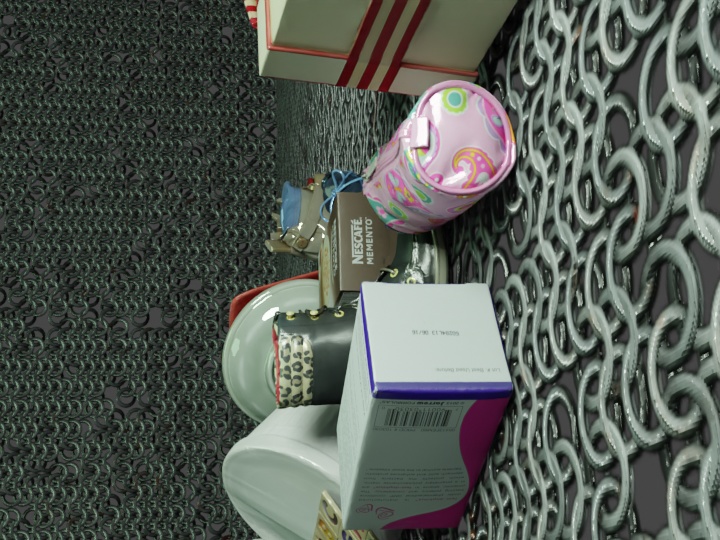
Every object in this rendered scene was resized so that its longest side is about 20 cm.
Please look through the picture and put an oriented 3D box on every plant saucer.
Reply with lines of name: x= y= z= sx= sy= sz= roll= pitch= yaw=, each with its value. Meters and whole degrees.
plant saucer: x=-0.072 y=0.113 z=1.198 sx=0.050 sy=0.198 sz=0.203 roll=-140 pitch=50 yaw=-63

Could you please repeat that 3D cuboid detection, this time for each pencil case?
pencil case: x=0.053 y=-0.080 z=0.742 sx=0.200 sy=0.086 sz=0.089 roll=156 pitch=115 yaw=-79

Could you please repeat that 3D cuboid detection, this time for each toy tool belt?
toy tool belt: x=-0.107 y=-0.100 z=1.657 sx=0.201 sy=0.121 sz=0.126 roll=-98 pitch=13 yaw=-46

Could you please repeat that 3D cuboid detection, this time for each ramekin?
ramekin: x=-0.037 y=0.220 z=0.983 sx=0.094 sy=0.201 sz=0.204 roll=-51 pitch=-20 yaw=-40

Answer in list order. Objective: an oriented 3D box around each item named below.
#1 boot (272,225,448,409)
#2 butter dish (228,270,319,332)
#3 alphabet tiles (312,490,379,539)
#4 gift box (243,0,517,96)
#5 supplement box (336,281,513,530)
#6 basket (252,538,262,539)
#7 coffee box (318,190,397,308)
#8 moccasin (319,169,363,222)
boot: x=-0.001 y=0.029 z=0.855 sx=0.073 sy=0.152 sz=0.206 roll=155 pitch=115 yaw=-80
butter dish: x=-0.068 y=0.115 z=1.310 sx=0.148 sy=0.198 sz=0.202 roll=51 pitch=147 yaw=39
alphabet tiles: x=0.016 y=0.304 z=0.877 sx=0.200 sy=0.006 sz=0.167 roll=49 pitch=148 yaw=29
gift box: x=0.021 y=-0.246 z=0.691 sx=0.187 sy=0.182 sz=0.202 roll=122 pitch=153 yaw=-57
supplement box: x=0.041 y=0.111 z=0.747 sx=0.201 sy=0.100 sz=0.104 roll=100 pitch=167 yaw=-46
basket: x=-0.070 y=0.484 z=1.252 sx=0.199 sy=0.159 sz=0.202 roll=-99 pitch=13 yaw=-48
coffee box: x=0.000 y=0.000 z=1.091 sx=0.200 sy=0.079 sz=0.116 roll=113 pitch=156 yaw=-68
moccasin: x=-0.019 y=-0.087 z=1.205 sx=0.200 sy=0.068 sz=0.081 roll=-149 pitch=83 yaw=-79
